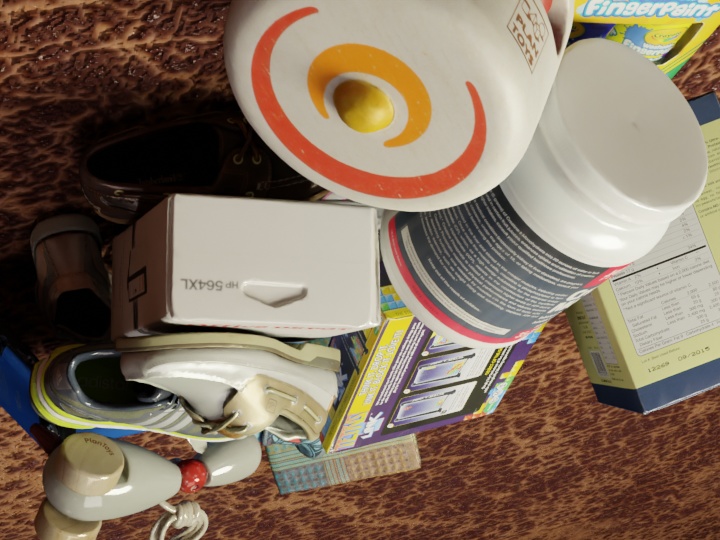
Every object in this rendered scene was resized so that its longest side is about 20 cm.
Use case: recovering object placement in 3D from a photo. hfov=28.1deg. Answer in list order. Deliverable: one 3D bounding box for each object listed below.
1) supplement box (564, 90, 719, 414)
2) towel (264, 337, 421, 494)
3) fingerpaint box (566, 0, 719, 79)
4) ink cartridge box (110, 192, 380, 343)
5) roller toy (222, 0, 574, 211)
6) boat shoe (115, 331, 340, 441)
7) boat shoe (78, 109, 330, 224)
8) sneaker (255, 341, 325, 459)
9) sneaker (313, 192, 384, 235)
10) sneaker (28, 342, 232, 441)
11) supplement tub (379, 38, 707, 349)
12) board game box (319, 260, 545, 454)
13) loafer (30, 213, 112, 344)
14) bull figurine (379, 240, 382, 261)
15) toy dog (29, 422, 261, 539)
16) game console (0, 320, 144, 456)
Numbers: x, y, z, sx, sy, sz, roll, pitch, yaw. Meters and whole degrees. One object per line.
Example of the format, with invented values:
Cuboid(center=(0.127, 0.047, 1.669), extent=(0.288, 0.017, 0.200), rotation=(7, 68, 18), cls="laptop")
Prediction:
Cuboid(center=(0.227, -0.009, 1.119), extent=(0.133, 0.201, 0.200), rotation=(-20, 177, -1), cls="supplement box")
Cuboid(center=(-0.032, 0.109, 1.326), extent=(0.146, 0.022, 0.201), rotation=(-11, 115, 8), cls="towel")
Cuboid(center=(0.137, -0.174, 0.950), extent=(0.199, 0.074, 0.167), rotation=(-3, 152, -27), cls="fingerpaint box")
Cuboid(center=(-0.086, 0.005, 1.003), extent=(0.145, 0.085, 0.200), rotation=(2, 172, -21), cls="ink cartridge box")
Cuboid(center=(0.022, -0.132, 0.809), extent=(0.182, 0.140, 0.200), rotation=(25, 142, -1), cls="roller toy")
Cuboid(center=(-0.083, 0.079, 0.970), extent=(0.074, 0.069, 0.199), rotation=(-3, 171, 39), cls="boat shoe")
Cuboid(center=(-0.098, -0.076, 1.007), extent=(0.199, 0.071, 0.070), rotation=(-13, 160, -6), cls="boat shoe")
Cuboid(center=(-0.081, 0.113, 1.235), extent=(0.096, 0.079, 0.200), rotation=(-45, 143, -18), cls="sneaker")
Cuboid(center=(-0.012, -0.071, 1.080), extent=(0.199, 0.087, 0.080), rotation=(7, 176, -6), cls="sneaker")
Cuboid(center=(-0.135, 0.087, 1.042), extent=(0.199, 0.074, 0.081), rotation=(1, 171, -21), cls="sneaker")
Cuboid(center=(0.116, -0.046, 0.950), extent=(0.140, 0.141, 0.200), rotation=(2, 153, -34), cls="supplement tub")
Cuboid(center=(0.057, 0.059, 1.154), extent=(0.164, 0.057, 0.200), rotation=(-10, 147, -24), cls="board game box")
Cuboid(center=(-0.225, 0.027, 1.150), extent=(0.071, 0.063, 0.200), rotation=(-13, 155, -7), cls="loafer")
Cuboid(center=(0.000, 0.000, 1.203), extent=(0.199, 0.065, 0.122), rotation=(-32, -163, 11), cls="bull figurine")
Cuboid(center=(-0.181, 0.146, 1.126), extent=(0.132, 0.096, 0.200), rotation=(-48, 151, 15), cls="toy dog")
Cuboid(center=(-0.231, 0.074, 1.177), extent=(0.118, 0.171, 0.200), rotation=(-42, 171, -23), cls="game console")
